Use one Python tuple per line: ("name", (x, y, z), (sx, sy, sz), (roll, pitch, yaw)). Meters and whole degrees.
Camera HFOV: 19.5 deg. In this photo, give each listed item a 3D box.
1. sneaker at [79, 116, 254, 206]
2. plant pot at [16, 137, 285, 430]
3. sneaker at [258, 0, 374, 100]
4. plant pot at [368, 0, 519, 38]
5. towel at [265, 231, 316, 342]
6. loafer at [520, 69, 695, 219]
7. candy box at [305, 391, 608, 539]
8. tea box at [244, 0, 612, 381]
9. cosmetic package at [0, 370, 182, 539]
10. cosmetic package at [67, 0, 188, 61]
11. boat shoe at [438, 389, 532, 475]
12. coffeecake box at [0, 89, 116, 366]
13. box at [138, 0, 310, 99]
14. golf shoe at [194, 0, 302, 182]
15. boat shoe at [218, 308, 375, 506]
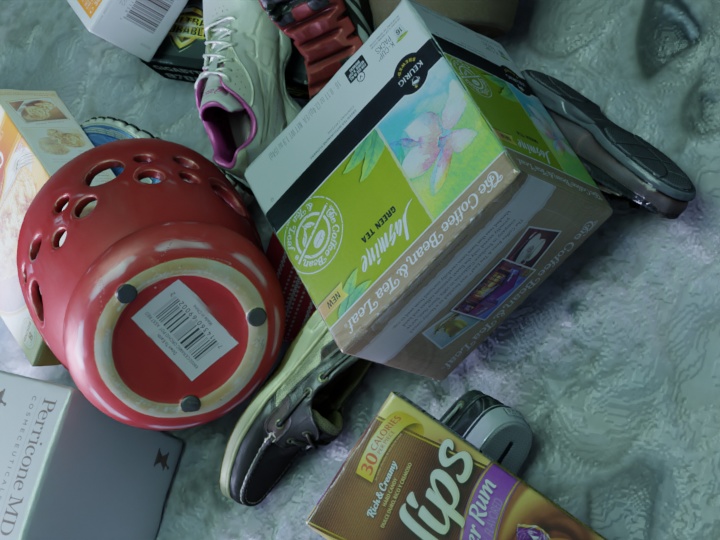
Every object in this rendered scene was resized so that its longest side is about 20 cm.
("sneaker", (-0.190, -0.071, 1.841), (0.199, 0.078, 0.090), (25, 82, 36))
("plant pot", (-0.166, 0.018, 1.675), (0.200, 0.200, 0.183), (-45, 30, 8))
("sneaker", (-0.016, -0.189, 1.746), (0.070, 0.201, 0.098), (-18, 19, 28))
("plant pot", (0.066, -0.282, 1.716), (0.199, 0.200, 0.176), (-1, 87, 31))
("towel", (0.000, 0.000, 1.727), (0.199, 0.022, 0.146), (11, 77, 34))
("loafer", (0.183, -0.086, 1.631), (0.200, 0.072, 0.063), (44, 116, 42))
("candy box", (0.073, 0.192, 1.523), (0.199, 0.056, 0.117), (34, 90, 6))
("tea box", (0.049, -0.060, 1.608), (0.200, 0.133, 0.197), (-46, 54, 21))
("cosmetic package", (-0.289, 0.180, 1.743), (0.199, 0.166, 0.169), (9, 75, 33))
("cosmetic package", (-0.224, -0.284, 1.914), (0.102, 0.071, 0.200), (-56, 36, 12))
("boat shoe", (0.053, 0.181, 1.600), (0.200, 0.072, 0.071), (-51, 37, 0))
("coffeecake box", (-0.279, -0.039, 1.848), (0.200, 0.073, 0.154), (51, 128, 35))
("box", (-0.089, -0.241, 1.866), (0.199, 0.046, 0.160), (12, 78, 35))
("golf shoe", (-0.103, -0.169, 1.766), (0.075, 0.091, 0.202), (-23, 77, 36))
("boat shoe", (-0.044, 0.111, 1.670), (0.065, 0.073, 0.201), (37, 106, 27))
